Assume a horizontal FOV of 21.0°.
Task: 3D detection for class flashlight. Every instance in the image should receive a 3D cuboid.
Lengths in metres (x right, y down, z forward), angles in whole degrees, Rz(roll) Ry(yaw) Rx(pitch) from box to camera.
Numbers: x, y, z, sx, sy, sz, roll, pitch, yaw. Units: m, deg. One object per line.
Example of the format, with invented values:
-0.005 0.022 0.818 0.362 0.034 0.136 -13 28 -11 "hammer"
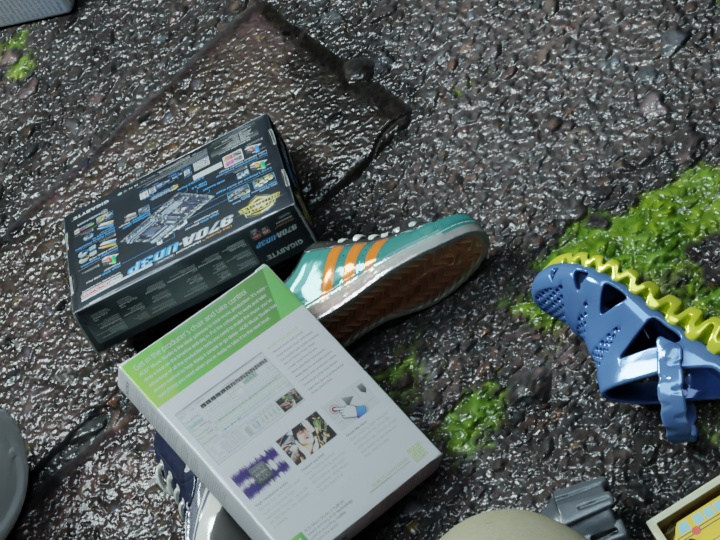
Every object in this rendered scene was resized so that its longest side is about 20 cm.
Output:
0.082 0.195 1.326 0.199 0.068 0.068 -22 76 4 "flashlight"

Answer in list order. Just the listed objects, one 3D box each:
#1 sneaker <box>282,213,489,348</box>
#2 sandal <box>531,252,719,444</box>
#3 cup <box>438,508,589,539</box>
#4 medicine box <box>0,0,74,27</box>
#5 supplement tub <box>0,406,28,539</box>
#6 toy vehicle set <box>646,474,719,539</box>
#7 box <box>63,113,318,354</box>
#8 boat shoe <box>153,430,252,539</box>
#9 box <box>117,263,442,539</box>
0.000 0.000 1.493 0.199 0.071 0.080 -28 54 5 "sneaker"
0.193 0.055 1.366 0.199 0.080 0.087 30 76 38 "sandal"
0.097 0.234 1.223 0.199 0.201 0.144 -22 30 8 "cup"
-0.372 -0.331 1.876 0.199 0.103 0.183 -9 54 19 "medicine box"
-0.371 0.155 1.516 0.199 0.123 0.123 3 58 27 "supplement tub"
0.302 0.164 1.269 0.199 0.027 0.125 -32 50 0 "toy vehicle set"
-0.142 -0.033 1.569 0.199 0.046 0.159 -27 32 4 "box"
-0.112 0.165 1.436 0.092 0.075 0.201 -13 50 34 "boat shoe"
-0.059 0.107 1.396 0.144 0.036 0.200 -35 72 -26 "box"
